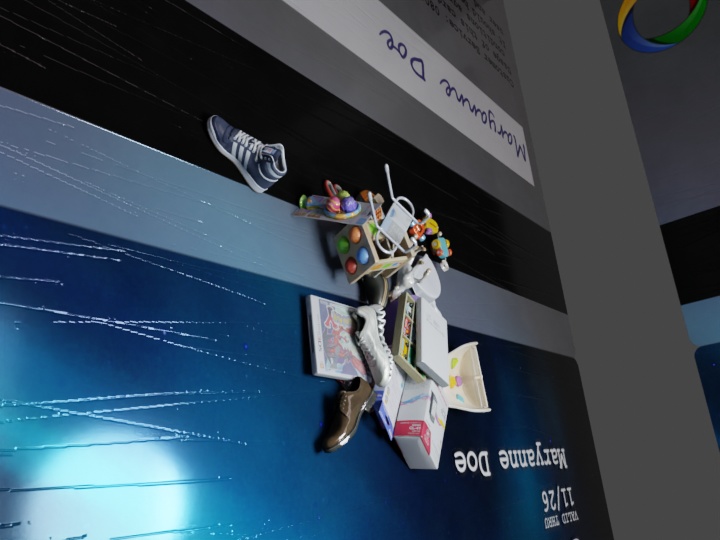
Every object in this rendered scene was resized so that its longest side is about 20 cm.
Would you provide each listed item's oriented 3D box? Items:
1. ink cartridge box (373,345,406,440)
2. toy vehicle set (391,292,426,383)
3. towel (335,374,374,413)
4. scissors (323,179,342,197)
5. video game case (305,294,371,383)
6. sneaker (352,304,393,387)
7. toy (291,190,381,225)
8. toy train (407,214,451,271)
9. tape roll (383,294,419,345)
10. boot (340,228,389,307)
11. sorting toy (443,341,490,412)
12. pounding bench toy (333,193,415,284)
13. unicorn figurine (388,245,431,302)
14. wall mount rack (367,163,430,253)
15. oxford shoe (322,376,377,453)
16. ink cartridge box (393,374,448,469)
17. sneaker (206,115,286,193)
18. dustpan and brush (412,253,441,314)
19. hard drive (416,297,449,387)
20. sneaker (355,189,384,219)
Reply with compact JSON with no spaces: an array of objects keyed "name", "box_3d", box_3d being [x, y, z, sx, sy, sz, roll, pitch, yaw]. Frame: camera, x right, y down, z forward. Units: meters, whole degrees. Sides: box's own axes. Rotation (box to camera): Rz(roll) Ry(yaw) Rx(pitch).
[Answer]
[{"name":"ink cartridge box","box_3d":[0.070,0.304,1.582,0.203,0.041,0.121,-73,152,-44]},{"name":"toy vehicle set","box_3d":[0.135,0.175,1.653,0.124,0.026,0.204,45,39,-33]},{"name":"towel","box_3d":[-0.011,0.233,1.549,0.201,0.022,0.146,49,39,-28]},{"name":"scissors","box_3d":[-0.039,-0.150,1.660,0.072,0.014,0.204,3,59,-60]},{"name":"video game case","box_3d":[-0.050,0.166,1.497,0.198,0.023,0.188,20,55,-49]},{"name":"sneaker","box_3d":[0.025,0.182,1.521,0.079,0.075,0.206,5,64,-37]},{"name":"toy","box_3d":[-0.060,-0.162,1.518,0.116,0.194,0.048,-51,139,-48]},{"name":"toy train","box_3d":[0.211,-0.092,1.987,0.201,0.055,0.152,51,40,-21]},{"name":"tape roll","box_3d":[0.144,0.175,1.754,0.198,0.064,0.206,27,54,-45]},{"name":"boot","box_3d":[0.000,0.000,1.642,0.137,0.077,0.205,27,41,-40]},{"name":"sorting toy","box_3d":[0.278,0.323,1.850,0.177,0.105,0.207,4,71,-45]},{"name":"pounding bench toy","box_3d":[0.014,-0.091,1.576,0.153,0.124,0.205,-8,70,-40]},{"name":"unicorn figurine","box_3d":[0.130,0.006,1.781,0.074,0.137,0.202,41,29,-19]},{"name":"wall mount rack","box_3d":[0.082,-0.145,1.520,0.173,0.074,0.202,42,46,-13]},{"name":"oxford shoe","box_3d":[-0.040,0.321,1.422,0.085,0.072,0.201,53,43,-17]},{"name":"ink cartridge box","box_3d":[0.160,0.386,1.635,0.150,0.083,0.203,63,33,-37]},{"name":"sneaker","box_3d":[-0.243,-0.273,1.392,0.201,0.107,0.071,51,39,-25]},{"name":"dustpan and brush","box_3d":[0.212,0.071,1.918,0.203,0.056,0.140,56,38,-10]},{"name":"hard drive","box_3d":[0.190,0.188,1.668,0.132,0.026,0.204,43,37,-35]},{"name":"sneaker","box_3d":[0.048,-0.129,1.777,0.204,0.074,0.092,64,8,3]}]
